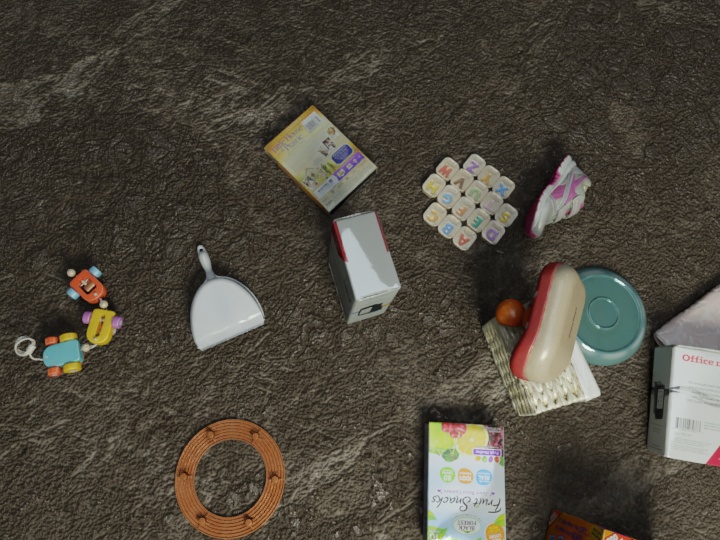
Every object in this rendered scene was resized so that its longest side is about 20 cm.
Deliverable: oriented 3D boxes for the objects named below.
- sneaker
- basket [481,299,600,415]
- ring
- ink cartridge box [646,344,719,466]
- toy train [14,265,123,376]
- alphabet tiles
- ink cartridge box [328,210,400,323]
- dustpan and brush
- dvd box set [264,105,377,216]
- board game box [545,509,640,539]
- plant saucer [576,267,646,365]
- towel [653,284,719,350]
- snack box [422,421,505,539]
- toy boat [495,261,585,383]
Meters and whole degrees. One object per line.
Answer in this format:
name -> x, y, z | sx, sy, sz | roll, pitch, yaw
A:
sneaker -> 0.413, -0.142, 1.116 | 0.088, 0.081, 0.201 | 34, 76, 8
basket -> 0.323, 0.161, 1.001 | 0.122, 0.136, 0.202 | -19, 75, -6
ring -> -0.234, 0.372, 0.972 | 0.197, 0.019, 0.203 | 1, 74, -2
ink cartridge box -> 0.626, 0.248, 0.999 | 0.143, 0.083, 0.203 | 9, 82, 7
toy train -> -0.531, 0.100, 1.015 | 0.149, 0.056, 0.201 | 34, 72, 8
alphabet tiles -> 0.231, -0.148, 1.143 | 0.199, 0.015, 0.196 | 39, 76, 7
ink cartridge box -> 0.000, 0.000, 0.994 | 0.082, 0.200, 0.148 | -15, 76, -10
dustpan and brush -> -0.281, 0.038, 1.050 | 0.138, 0.057, 0.202 | -22, 84, -10
dvd box set -> -0.084, -0.233, 1.140 | 0.200, 0.029, 0.146 | 44, 77, 8
board game box -> 0.418, 0.533, 0.868 | 0.197, 0.200, 0.202 | 18, 74, 2
plant saucer -> 0.483, 0.087, 1.085 | 0.197, 0.027, 0.203 | 1, 74, -3
towel -> 0.715, 0.151, 1.077 | 0.199, 0.032, 0.192 | -32, 80, -10
snack box -> 0.186, 0.380, 0.974 | 0.140, 0.053, 0.203 | 4, 75, -1
toy boat -> 0.289, 0.083, 0.909 | 0.130, 0.130, 0.202 | 9, 73, 37
